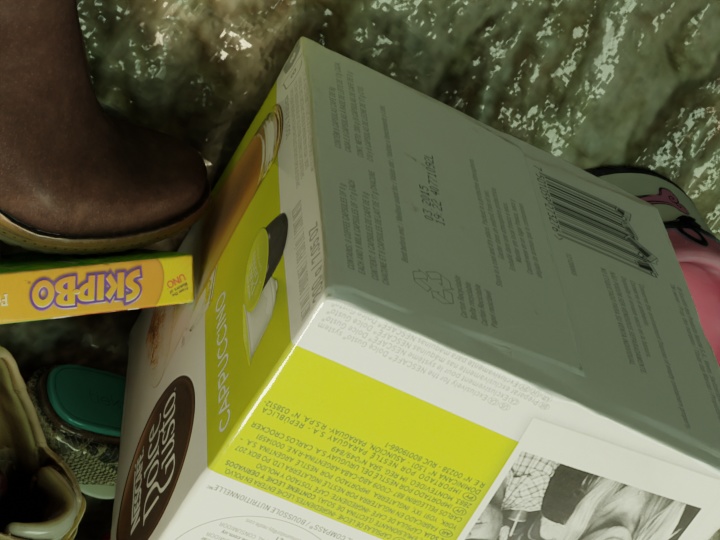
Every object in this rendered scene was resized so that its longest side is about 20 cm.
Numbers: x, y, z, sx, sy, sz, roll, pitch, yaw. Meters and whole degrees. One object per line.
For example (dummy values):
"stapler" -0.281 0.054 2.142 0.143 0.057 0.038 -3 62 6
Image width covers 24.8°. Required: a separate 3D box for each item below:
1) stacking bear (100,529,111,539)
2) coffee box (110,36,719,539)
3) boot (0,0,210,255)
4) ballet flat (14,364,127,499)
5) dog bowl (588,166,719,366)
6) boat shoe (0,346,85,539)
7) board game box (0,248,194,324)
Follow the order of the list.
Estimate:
"stacking bear" -0.092 0.212 0.891 0.121 0.114 0.200 -28 127 -16
"coffee box" 0.018 0.058 0.729 0.200 0.200 0.198 23 121 -19
"boot" -0.132 -0.092 0.669 0.200 0.072 0.167 7 128 -28
"ballet flat" -0.092 0.093 0.847 0.200 0.068 0.075 11 134 -32
"dog bowl" 0.145 0.045 0.960 0.200 0.074 0.201 -17 127 -24
"boat shoe" -0.164 0.110 0.753 0.074 0.069 0.200 -68 152 -45
"board game box" -0.181 0.010 0.702 0.200 0.095 0.030 -3 94 -31
